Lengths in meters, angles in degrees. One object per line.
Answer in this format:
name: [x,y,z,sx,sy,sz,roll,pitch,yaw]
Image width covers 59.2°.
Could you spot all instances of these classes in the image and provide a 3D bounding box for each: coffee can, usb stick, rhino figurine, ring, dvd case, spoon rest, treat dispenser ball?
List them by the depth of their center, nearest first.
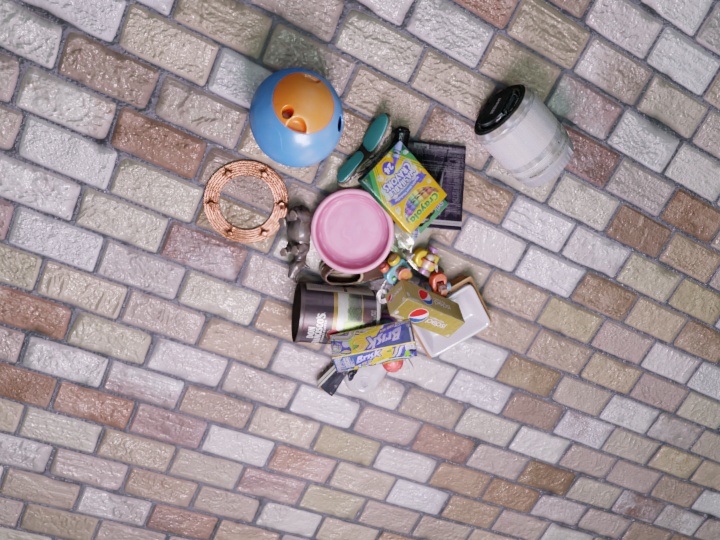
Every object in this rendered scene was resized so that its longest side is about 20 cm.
treat dispenser ball: [-0.134,-0.320,1.332,0.197,0.201,0.204,-4,114,-9]
ring: [-0.266,-0.156,1.480,0.197,0.019,0.203,-4,115,-9]
usb stick: [0.079,-0.238,1.493,0.032,0.055,0.203,19,112,15]
dvd case: [0.176,-0.201,1.505,0.146,0.016,0.204,4,89,-13]
rhino figurine: [-0.150,-0.061,1.511,0.059,0.087,0.203,12,116,20]
coffee can: [-0.063,0.110,1.566,0.197,0.147,0.148,5,113,-13]
spoon rest: [0.049,0.274,1.717,0.198,0.061,0.100,-24,115,15]

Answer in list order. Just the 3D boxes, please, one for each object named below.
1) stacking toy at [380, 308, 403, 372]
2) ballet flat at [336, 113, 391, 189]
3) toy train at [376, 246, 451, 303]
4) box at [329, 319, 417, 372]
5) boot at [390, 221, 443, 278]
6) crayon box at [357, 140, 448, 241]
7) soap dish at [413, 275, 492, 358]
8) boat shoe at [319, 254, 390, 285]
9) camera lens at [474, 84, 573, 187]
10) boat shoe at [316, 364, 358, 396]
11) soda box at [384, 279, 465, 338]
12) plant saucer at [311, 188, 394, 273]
stacking toy: [0.066,0.183,1.589,0.084,0.201,0.087,-3,121,-5]
ballet flat: [0.024,-0.269,1.469,0.075,0.068,0.201,20,116,-41]
toy train: [0.139,0.024,1.527,0.197,0.056,0.153,-8,112,-22]
box: [0.031,0.177,1.491,0.197,0.071,0.065,-11,138,3]
boot: [0.163,-0.080,1.569,0.199,0.072,0.155,33,101,-22]
crayon box: [0.106,-0.178,1.442,0.126,0.052,0.200,-46,107,-4]
soap dish: [0.228,0.118,1.661,0.198,0.081,0.158,-30,116,3]
boat shoe: [0.000,0.006,1.571,0.199,0.075,0.076,-8,115,-8]
camera lens: [0.372,-0.310,1.457,0.199,0.160,0.160,39,102,-23]
boat shoe: [-0.033,0.255,1.670,0.062,0.075,0.200,46,106,5]
soda box: [0.157,0.094,1.525,0.198,0.065,0.068,22,127,-34]
plant saucer: [-0.017,-0.096,1.508,0.197,0.051,0.204,1,105,6]
